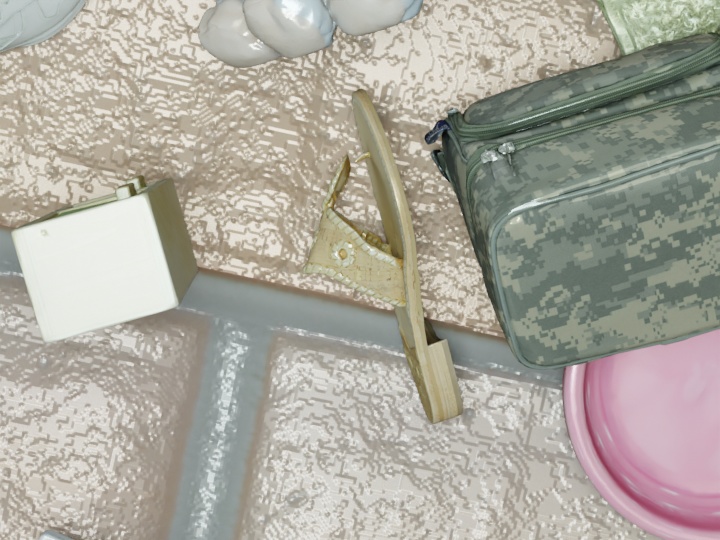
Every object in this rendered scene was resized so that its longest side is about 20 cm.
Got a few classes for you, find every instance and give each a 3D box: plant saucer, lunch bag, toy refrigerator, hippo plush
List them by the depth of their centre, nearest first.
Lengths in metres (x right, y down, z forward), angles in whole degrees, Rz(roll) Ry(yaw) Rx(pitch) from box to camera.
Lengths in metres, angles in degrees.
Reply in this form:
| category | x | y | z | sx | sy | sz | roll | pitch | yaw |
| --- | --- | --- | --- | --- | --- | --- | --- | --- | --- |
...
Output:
| category | x | y | z | sx | sy | sz | roll | pitch | yaw |
| --- | --- | --- | --- | --- | --- | --- | --- | --- | --- |
| toy refrigerator | -0.142 | -0.013 | 1.031 | 0.076 | 0.200 | 0.070 | -16 | 95 | 0 |
| hippo plush | -0.018 | -0.219 | 1.032 | 0.200 | 0.159 | 0.161 | -19 | 103 | 1 |
| lunch bag | 0.150 | -0.054 | 1.056 | 0.200 | 0.168 | 0.140 | -17 | 127 | 3 |
| plant saucer | 0.224 | 0.073 | 1.129 | 0.200 | 0.051 | 0.201 | 0 | 94 | -2 |

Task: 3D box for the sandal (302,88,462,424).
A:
| category | x | y | z | sx | sy | sz | roll | pitch | yaw |
| --- | --- | --- | --- | --- | --- | --- | --- | --- | --- |
| sandal | 0.001 | 0.001 | 1.100 | 0.070 | 0.078 | 0.212 | -18 | 101 | -7 |

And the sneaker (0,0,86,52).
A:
| category | x | y | z | sx | sy | sz | roll | pitch | yaw |
| --- | --- | --- | --- | --- | --- | --- | --- | --- | --- |
| sneaker | -0.234 | -0.154 | 1.066 | 0.200 | 0.100 | 0.075 | -36 | 93 | 0 |

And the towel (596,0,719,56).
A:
| category | x | y | z | sx | sy | sz | roll | pitch | yaw |
| --- | --- | --- | --- | --- | --- | --- | --- | --- | --- |
| towel | 0.223 | -0.226 | 1.109 | 0.200 | 0.036 | 0.149 | -29 | 97 | 1 |

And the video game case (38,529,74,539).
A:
| category | x | y | z | sx | sy | sz | roll | pitch | yaw |
| --- | --- | --- | --- | --- | --- | --- | --- | --- | --- |
| video game case | -0.167 | 0.275 | 1.091 | 0.143 | 0.018 | 0.200 | 24 | 94 | -3 |
